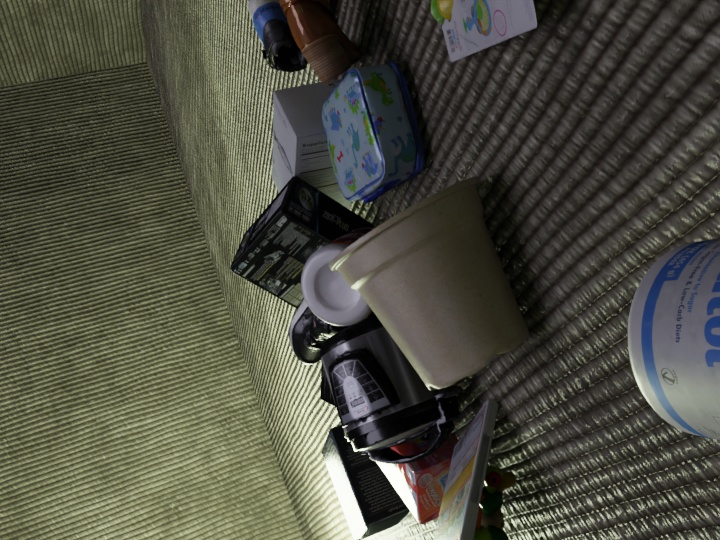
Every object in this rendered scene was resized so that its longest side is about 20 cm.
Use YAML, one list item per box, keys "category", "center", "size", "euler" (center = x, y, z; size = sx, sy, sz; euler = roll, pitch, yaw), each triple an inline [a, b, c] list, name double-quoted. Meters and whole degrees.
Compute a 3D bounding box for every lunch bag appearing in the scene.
- category: "lunch bag"
  center: [0.014, -0.186, 1.019]
  size: [0.200, 0.081, 0.163]
  euler: [158, 97, -71]

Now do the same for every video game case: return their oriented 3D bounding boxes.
- category: "video game case"
  center: [0.130, 0.284, 0.934]
  size: [0.144, 0.017, 0.201]
  euler: [110, -178, -48]

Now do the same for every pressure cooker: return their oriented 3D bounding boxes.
- category: "pressure cooker"
  center: [0.049, 0.173, 1.046]
  size: [0.176, 0.176, 0.203]
  euler: [106, 145, -74]

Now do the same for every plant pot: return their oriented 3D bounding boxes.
- category: "plant pot"
  center: [0.093, 0.025, 0.833]
  size: [0.185, 0.199, 0.200]
  euler: [60, 160, 5]

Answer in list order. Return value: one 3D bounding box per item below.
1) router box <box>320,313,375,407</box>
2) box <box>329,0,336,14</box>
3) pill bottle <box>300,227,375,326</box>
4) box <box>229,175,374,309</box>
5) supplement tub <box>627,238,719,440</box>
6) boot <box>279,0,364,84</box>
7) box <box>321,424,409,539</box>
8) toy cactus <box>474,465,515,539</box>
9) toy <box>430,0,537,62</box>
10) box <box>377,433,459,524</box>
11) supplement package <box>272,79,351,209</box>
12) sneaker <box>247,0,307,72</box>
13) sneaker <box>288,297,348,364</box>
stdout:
- category: "router box"
  center: [-0.022, 0.128, 1.225]
  size: [0.149, 0.050, 0.203]
  euler: [178, 94, -71]
- category: "box"
  center: [-0.090, -0.490, 1.138]
  size: [0.195, 0.047, 0.201]
  euler: [99, 150, -48]
- category: "pill bottle"
  center: [0.000, 0.000, 1.028]
  size: [0.200, 0.108, 0.111]
  euler: [-36, -66, -68]
- category: "box"
  center: [-0.100, -0.038, 1.222]
  size: [0.200, 0.163, 0.087]
  euler: [-41, 25, 46]
- category: "supplement tub"
  center: [0.262, 0.040, 0.408]
  size: [0.200, 0.130, 0.134]
  euler: [166, 89, -71]
- category: "boot"
  center: [-0.066, -0.346, 1.007]
  size: [0.157, 0.076, 0.200]
  euler: [61, -162, -16]
- category: "box"
  center: [0.010, 0.418, 1.468]
  size: [0.149, 0.106, 0.202]
  euler: [109, 142, -58]
- category: "toy cactus"
  center: [0.185, 0.346, 0.971]
  size: [0.165, 0.101, 0.203]
  euler: [-105, -2, -86]
- category: "toy"
  center: [0.123, -0.274, 0.691]
  size: [0.200, 0.047, 0.117]
  euler: [-160, 53, -72]
- category: "box"
  center: [0.087, 0.290, 1.161]
  size: [0.200, 0.093, 0.104]
  euler: [-139, 38, -59]
- category: "supplement package"
  center: [-0.077, -0.196, 1.220]
  size: [0.201, 0.116, 0.118]
  euler: [100, 150, -51]
- category: "sneaker"
  center: [-0.125, -0.373, 1.222]
  size: [0.200, 0.076, 0.113]
  euler: [46, -160, -81]
- category: "sneaker"
  center: [-0.061, 0.087, 1.162]
  size: [0.088, 0.075, 0.202]
  euler: [59, 140, 47]
